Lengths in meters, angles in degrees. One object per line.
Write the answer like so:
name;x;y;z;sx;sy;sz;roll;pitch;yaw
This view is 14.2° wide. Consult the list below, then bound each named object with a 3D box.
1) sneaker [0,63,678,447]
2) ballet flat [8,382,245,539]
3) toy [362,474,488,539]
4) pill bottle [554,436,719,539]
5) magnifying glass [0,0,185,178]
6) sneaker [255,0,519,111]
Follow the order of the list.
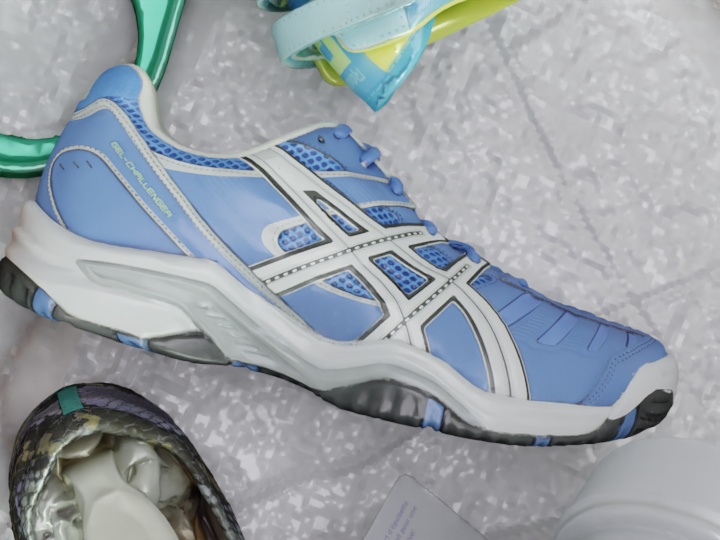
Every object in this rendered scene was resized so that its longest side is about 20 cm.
sneaker;0.000;0.000;0.828;0.199;0.076;0.078;16;90;-8
ballet flat;-0.046;0.125;0.816;0.072;0.072;0.201;-25;88;-9
toy;0.050;0.167;0.822;0.200;0.047;0.115;40;56;-14
pill bottle;0.054;0.142;0.734;0.112;0.112;0.200;36;55;-2
magnifying glass;-0.060;-0.111;0.863;0.080;0.022;0.200;42;80;-1
sneaker;-0.037;-0.110;0.818;0.199;0.080;0.132;-2;84;-7
